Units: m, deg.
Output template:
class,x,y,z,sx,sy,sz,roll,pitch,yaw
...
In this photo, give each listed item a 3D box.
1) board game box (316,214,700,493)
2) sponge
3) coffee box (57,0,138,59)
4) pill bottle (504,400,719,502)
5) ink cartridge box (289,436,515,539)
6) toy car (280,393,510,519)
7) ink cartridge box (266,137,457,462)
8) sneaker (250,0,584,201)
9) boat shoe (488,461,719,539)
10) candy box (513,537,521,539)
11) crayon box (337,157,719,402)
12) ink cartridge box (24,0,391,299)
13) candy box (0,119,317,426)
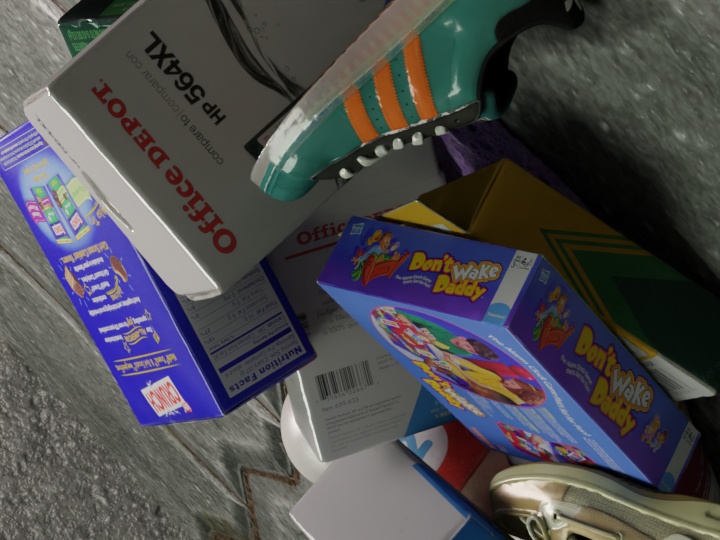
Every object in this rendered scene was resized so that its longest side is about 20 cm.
class,x,y,z,sx,sy,sz,roll,pitch,yaw
board game box,0.084,0.049,1.389,0.134,0.045,0.200,13,158,40
sponge,0.087,-0.025,1.527,0.112,0.030,0.200,44,165,13
coffee box,-0.095,-0.077,1.548,0.123,0.044,0.201,1,124,38
pill bottle,0.163,0.137,1.566,0.114,0.114,0.200,33,159,42
ink cartridge box,0.071,0.200,1.543,0.200,0.084,0.146,43,178,-31
toy car,0.012,0.115,1.711,0.200,0.185,0.177,34,171,9
ink cartridge box,0.000,0.000,1.505,0.067,0.115,0.201,-126,21,-65
sneaker,0.027,-0.090,1.261,0.080,0.200,0.071,44,-151,-5
boat shoe,0.148,0.157,1.415,0.200,0.063,0.073,11,157,38
candy box,0.147,0.199,1.870,0.200,0.061,0.137,27,155,51
crayon box,0.100,0.003,1.397,0.200,0.052,0.126,32,163,-14
ink cartridge box,-0.059,-0.102,1.370,0.146,0.200,0.084,49,165,-9
candy box,-0.125,-0.012,1.488,0.200,0.077,0.169,63,158,-6
